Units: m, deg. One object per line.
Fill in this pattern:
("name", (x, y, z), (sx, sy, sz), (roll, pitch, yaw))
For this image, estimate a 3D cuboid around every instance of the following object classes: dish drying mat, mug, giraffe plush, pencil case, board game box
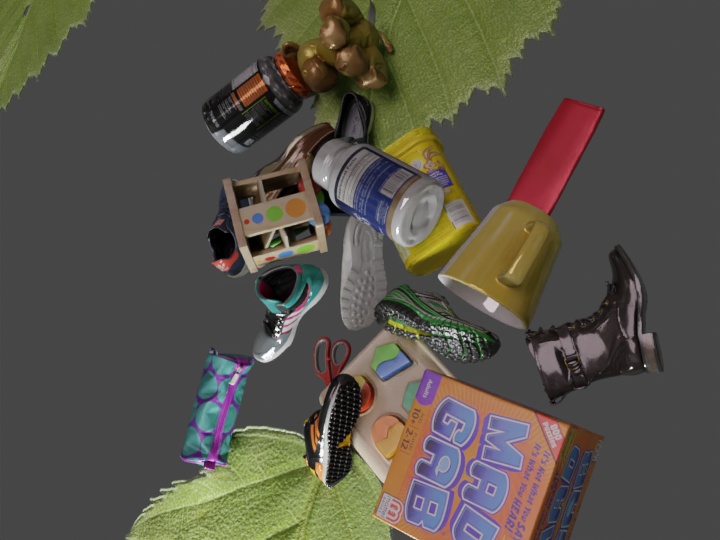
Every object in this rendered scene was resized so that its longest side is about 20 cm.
("dish drying mat", (0.298, -0.168, 1.117), (0.077, 0.018, 0.201), (29, 92, 34))
("mug", (0.224, -0.013, 1.038), (0.154, 0.149, 0.186), (-57, 31, -7))
("giraffe plush", (-0.052, -0.391, 1.300), (0.162, 0.173, 0.201), (-23, 30, 31))
("pencil case", (-0.253, 0.243, 1.279), (0.092, 0.085, 0.201), (0, 75, 58))
("board game box", (0.174, 0.268, 0.951), (0.199, 0.200, 0.201), (18, 84, 33))

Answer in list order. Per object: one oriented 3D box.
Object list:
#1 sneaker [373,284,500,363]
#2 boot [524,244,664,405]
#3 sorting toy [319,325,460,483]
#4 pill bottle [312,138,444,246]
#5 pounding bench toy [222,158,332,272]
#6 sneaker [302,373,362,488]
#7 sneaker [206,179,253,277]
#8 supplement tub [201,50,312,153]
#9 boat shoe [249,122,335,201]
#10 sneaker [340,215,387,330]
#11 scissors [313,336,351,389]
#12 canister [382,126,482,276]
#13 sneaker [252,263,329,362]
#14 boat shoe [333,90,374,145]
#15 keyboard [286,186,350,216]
("sneaker", (0.125, 0.073, 1.113), (0.199, 0.078, 0.085), (24, 52, 20))
("boot", (0.312, 0.075, 1.005), (0.173, 0.069, 0.201), (-16, 70, 25))
("sorting toy", (0.045, 0.199, 1.138), (0.200, 0.036, 0.185), (-48, 60, 8))
("pill bottle", (0.021, -0.127, 1.112), (0.200, 0.111, 0.111), (33, 93, 32))
("pounding bench toy", (-0.130, -0.080, 1.238), (0.155, 0.200, 0.125), (-15, 72, -5))
("sneaker", (-0.057, 0.241, 1.136), (0.090, 0.070, 0.201), (26, 121, 37))
("sneaker", (-0.254, -0.090, 1.380), (0.075, 0.084, 0.201), (-18, 67, 25))
("supplement tub", (-0.196, -0.327, 1.394), (0.199, 0.122, 0.123), (-31, 62, 19))
("boat shoe", (-0.116, -0.185, 1.332), (0.200, 0.076, 0.074), (-42, 76, -2))
("sneaker", (0.000, 0.000, 1.218), (0.080, 0.076, 0.201), (-164, 80, -73))
("scissors", (-0.048, 0.209, 1.214), (0.073, 0.014, 0.201), (-8, 73, 26))
("canister", (0.099, -0.110, 1.177), (0.148, 0.086, 0.201), (-33, 63, 19))
("sneaker", (-0.147, 0.068, 1.247), (0.084, 0.121, 0.201), (38, 96, 33))
("boat shoe", (-0.019, -0.229, 1.286), (0.074, 0.066, 0.201), (3, 72, 29))
("keyboard", (-0.091, -0.115, 1.330), (0.199, 0.040, 0.104), (5, 55, 33))
